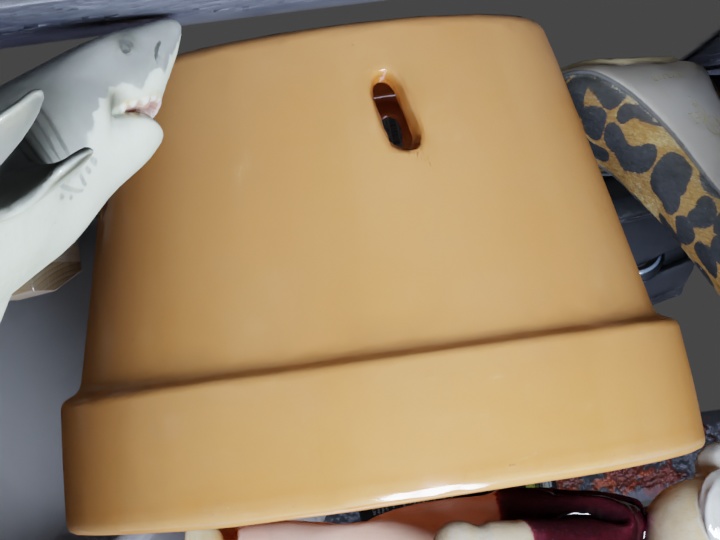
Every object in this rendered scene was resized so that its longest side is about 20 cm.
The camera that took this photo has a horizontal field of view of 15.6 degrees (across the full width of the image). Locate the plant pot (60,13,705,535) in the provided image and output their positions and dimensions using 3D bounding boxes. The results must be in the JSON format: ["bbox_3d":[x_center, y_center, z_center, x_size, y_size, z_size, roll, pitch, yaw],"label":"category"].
[{"bbox_3d":[0.000,0.000,0.823,0.200,0.140,0.200,-7,178,0],"label":"plant pot"}]

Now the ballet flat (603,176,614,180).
[{"bbox_3d":[0.093,-0.048,1.140,0.200,0.046,0.067,-8,135,10],"label":"ballet flat"}]

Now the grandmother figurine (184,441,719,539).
[{"bbox_3d":[0.048,0.092,0.857,0.200,0.061,0.121,-5,-173,5],"label":"grandmother figurine"}]

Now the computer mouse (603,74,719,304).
[{"bbox_3d":[0.101,-0.023,1.098,0.200,0.046,0.141,2,137,0],"label":"computer mouse"}]

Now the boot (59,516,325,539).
[{"bbox_3d":[-0.043,0.047,1.039,0.096,0.200,0.074,29,-178,-25],"label":"boot"}]

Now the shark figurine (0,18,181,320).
[{"bbox_3d":[-0.121,-0.019,0.618,0.128,0.089,0.214,-53,175,11],"label":"shark figurine"}]

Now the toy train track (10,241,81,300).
[{"bbox_3d":[-0.176,0.009,0.833,0.200,0.033,0.115,-2,173,-42],"label":"toy train track"}]

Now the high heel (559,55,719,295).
[{"bbox_3d":[0.116,-0.009,0.953,0.071,0.143,0.200,-6,178,-31],"label":"high heel"}]

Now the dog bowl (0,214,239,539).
[{"bbox_3d":[-0.115,0.043,0.978,0.200,0.200,0.059,-9,164,26],"label":"dog bowl"}]

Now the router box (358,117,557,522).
[{"bbox_3d":[0.029,0.033,1.009,0.052,0.200,0.157,-12,177,12],"label":"router box"}]
